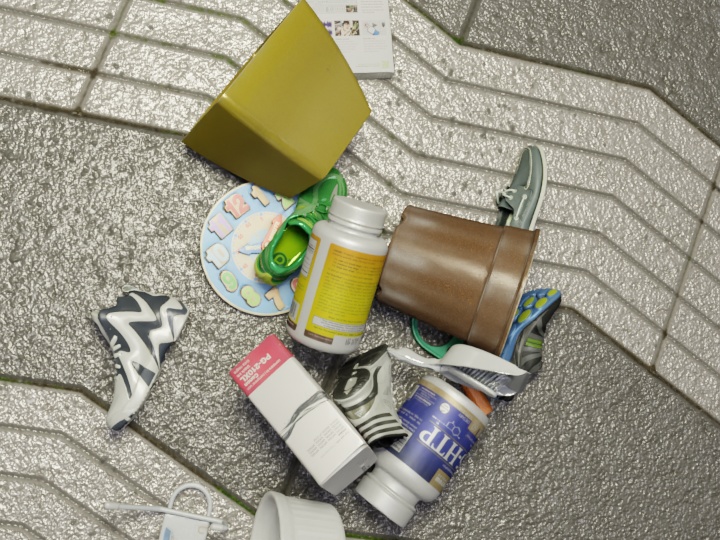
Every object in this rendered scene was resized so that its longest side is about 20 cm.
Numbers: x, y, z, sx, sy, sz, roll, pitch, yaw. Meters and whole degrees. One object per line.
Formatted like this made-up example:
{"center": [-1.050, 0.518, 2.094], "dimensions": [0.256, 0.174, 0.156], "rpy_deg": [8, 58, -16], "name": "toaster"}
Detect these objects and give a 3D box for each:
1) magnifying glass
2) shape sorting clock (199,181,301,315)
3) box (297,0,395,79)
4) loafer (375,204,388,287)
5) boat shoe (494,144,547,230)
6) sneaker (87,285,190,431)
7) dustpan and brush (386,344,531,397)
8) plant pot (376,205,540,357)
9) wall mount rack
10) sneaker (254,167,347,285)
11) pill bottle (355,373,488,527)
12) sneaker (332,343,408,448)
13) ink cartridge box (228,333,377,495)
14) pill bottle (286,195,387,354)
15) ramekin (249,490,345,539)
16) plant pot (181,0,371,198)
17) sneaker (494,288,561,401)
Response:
{"center": [0.145, 0.135, 1.301], "dimensions": [0.079, 0.022, 0.201], "rpy_deg": [-30, 92, -12], "name": "magnifying glass"}
{"center": [-0.139, -0.034, 1.251], "dimensions": [0.197, 0.039, 0.203], "rpy_deg": [1, 85, -11], "name": "shape sorting clock"}
{"center": [-0.025, -0.399, 1.306], "dimensions": [0.142, 0.036, 0.203], "rpy_deg": [-4, 87, -11], "name": "box"}
{"center": [0.000, 0.000, 1.261], "dimensions": [0.068, 0.076, 0.202], "rpy_deg": [23, 91, -9], "name": "loafer"}
{"center": [0.242, -0.103, 1.315], "dimensions": [0.061, 0.073, 0.203], "rpy_deg": [12, 88, -13], "name": "boat shoe"}
{"center": [-0.339, 0.112, 1.180], "dimensions": [0.129, 0.079, 0.201], "rpy_deg": [27, 81, -6], "name": "sneaker"}
{"center": [0.135, 0.138, 1.197], "dimensions": [0.198, 0.140, 0.058], "rpy_deg": [27, 74, 14], "name": "dustpan and brush"}
{"center": [0.137, 0.005, 1.222], "dimensions": [0.196, 0.200, 0.202], "rpy_deg": [19, 82, 9], "name": "plant pot"}
{"center": [-0.282, 0.395, 1.169], "dimensions": [0.172, 0.075, 0.203], "rpy_deg": [14, 82, -9], "name": "wall mount rack"}
{"center": [-0.075, -0.063, 1.212], "dimensions": [0.074, 0.083, 0.201], "rpy_deg": [37, 72, -14], "name": "sneaker"}
{"center": [0.086, 0.265, 1.228], "dimensions": [0.119, 0.120, 0.201], "rpy_deg": [38, 80, -6], "name": "pill bottle"}
{"center": [0.021, 0.186, 1.197], "dimensions": [0.075, 0.201, 0.116], "rpy_deg": [-25, 99, 16], "name": "sneaker"}
{"center": [-0.076, 0.202, 1.155], "dimensions": [0.084, 0.145, 0.200], "rpy_deg": [-41, 70, -8], "name": "ink cartridge box"}
{"center": [-0.028, 0.005, 1.157], "dimensions": [0.108, 0.109, 0.202], "rpy_deg": [15, 101, -9], "name": "pill bottle"}
{"center": [-0.089, 0.409, 1.147], "dimensions": [0.097, 0.200, 0.203], "rpy_deg": [9, 84, -17], "name": "ramekin"}
{"center": [-0.106, -0.220, 1.188], "dimensions": [0.176, 0.199, 0.201], "rpy_deg": [41, 67, -15], "name": "plant pot"}
{"center": [0.252, 0.113, 1.308], "dimensions": [0.083, 0.071, 0.201], "rpy_deg": [40, 75, -29], "name": "sneaker"}
